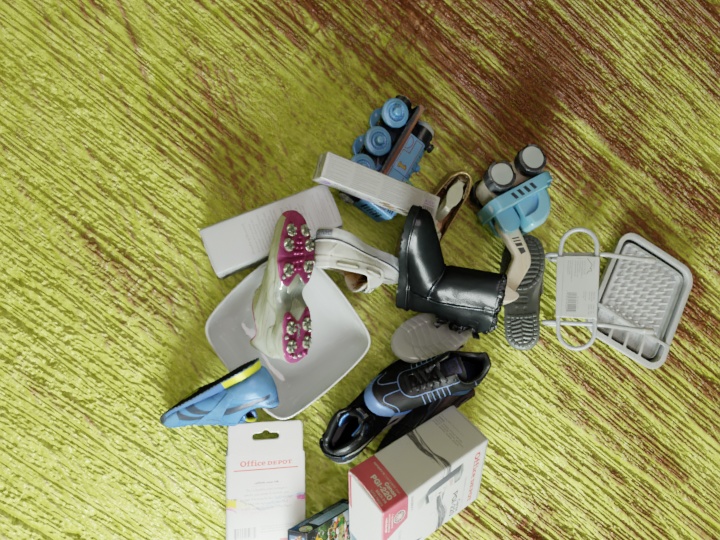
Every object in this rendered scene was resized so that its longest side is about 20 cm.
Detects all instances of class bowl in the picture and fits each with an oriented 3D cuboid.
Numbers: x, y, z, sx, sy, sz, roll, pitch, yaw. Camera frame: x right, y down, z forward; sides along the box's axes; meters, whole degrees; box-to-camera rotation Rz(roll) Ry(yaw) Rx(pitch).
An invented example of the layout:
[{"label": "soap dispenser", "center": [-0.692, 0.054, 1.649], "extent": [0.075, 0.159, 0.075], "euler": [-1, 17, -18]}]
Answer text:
[{"label": "bowl", "center": [-0.107, 0.090, 0.832], "extent": [0.199, 0.075, 0.201], "euler": [-40, 95, 0]}]

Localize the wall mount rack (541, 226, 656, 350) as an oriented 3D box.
[{"label": "wall mount rack", "center": [0.392, 0.034, 0.924], "extent": [0.171, 0.074, 0.204], "euler": [1, 81, 28]}]

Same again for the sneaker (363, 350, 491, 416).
[{"label": "sneaker", "center": [0.101, 0.156, 0.817], "extent": [0.197, 0.078, 0.071], "euler": [-9, 59, -27]}]

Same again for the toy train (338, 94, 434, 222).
[{"label": "toy train", "center": [0.044, -0.180, 0.896], "extent": [0.113, 0.086, 0.202], "euler": [34, 78, -17]}]

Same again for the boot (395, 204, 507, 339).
[{"label": "boot", "center": [0.138, 0.005, 0.829], "extent": [0.160, 0.201, 0.074], "euler": [15, 40, 17]}]

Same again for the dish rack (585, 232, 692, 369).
[{"label": "dish rack", "center": [0.491, 0.054, 0.997], "extent": [0.170, 0.044, 0.203], "euler": [29, 81, -8]}]

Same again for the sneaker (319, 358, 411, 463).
[{"label": "sneaker", "center": [0.021, 0.208, 0.837], "extent": [0.073, 0.112, 0.200], "euler": [39, 78, 17]}]

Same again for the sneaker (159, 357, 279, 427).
[{"label": "sneaker", "center": [-0.199, 0.195, 0.780], "extent": [0.198, 0.066, 0.079], "euler": [-27, 96, 23]}]

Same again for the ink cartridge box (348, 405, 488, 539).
[{"label": "ink cartridge box", "center": [0.084, 0.312, 0.812], "extent": [0.198, 0.084, 0.148], "euler": [-24, 131, -30]}]

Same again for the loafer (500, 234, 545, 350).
[{"label": "loafer", "center": [0.271, 0.038, 0.944], "extent": [0.074, 0.070, 0.204], "euler": [5, 72, 15]}]

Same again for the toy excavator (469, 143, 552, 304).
[{"label": "toy excavator", "center": [0.250, -0.072, 0.906], "extent": [0.192, 0.100, 0.202], "euler": [-28, 82, -13]}]

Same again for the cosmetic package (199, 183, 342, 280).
[{"label": "cosmetic package", "center": [-0.133, -0.057, 0.836], "extent": [0.197, 0.102, 0.075], "euler": [-24, 89, -12]}]

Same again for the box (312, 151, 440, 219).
[{"label": "box", "center": [0.027, -0.121, 0.826], "extent": [0.197, 0.039, 0.042], "euler": [17, 86, -25]}]

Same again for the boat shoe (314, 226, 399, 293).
[{"label": "boat shoe", "center": [0.000, 0.000, 0.835], "extent": [0.199, 0.070, 0.071], "euler": [28, 67, -53]}]

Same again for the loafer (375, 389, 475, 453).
[{"label": "loafer", "center": [0.109, 0.242, 0.886], "extent": [0.200, 0.072, 0.063], "euler": [-45, 100, -15]}]

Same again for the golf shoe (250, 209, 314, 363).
[{"label": "golf shoe", "center": [-0.113, 0.020, 0.755], "extent": [0.075, 0.090, 0.204], "euler": [11, 80, -55]}]

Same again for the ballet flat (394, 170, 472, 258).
[{"label": "ballet flat", "center": [0.119, -0.084, 0.914], "extent": [0.068, 0.063, 0.202], "euler": [32, 80, -8]}]

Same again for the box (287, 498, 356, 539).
[{"label": "box", "center": [-0.045, 0.457, 0.808], "extent": [0.037, 0.136, 0.204], "euler": [-5, 86, 32]}]

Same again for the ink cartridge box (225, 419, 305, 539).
[{"label": "ink cartridge box", "center": [-0.141, 0.320, 0.824], "extent": [0.114, 0.067, 0.205], "euler": [1, 87, -13]}]

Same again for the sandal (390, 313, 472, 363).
[{"label": "sandal", "center": [0.139, 0.102, 0.909], "extent": [0.200, 0.050, 0.083], "euler": [-23, 58, -21]}]
